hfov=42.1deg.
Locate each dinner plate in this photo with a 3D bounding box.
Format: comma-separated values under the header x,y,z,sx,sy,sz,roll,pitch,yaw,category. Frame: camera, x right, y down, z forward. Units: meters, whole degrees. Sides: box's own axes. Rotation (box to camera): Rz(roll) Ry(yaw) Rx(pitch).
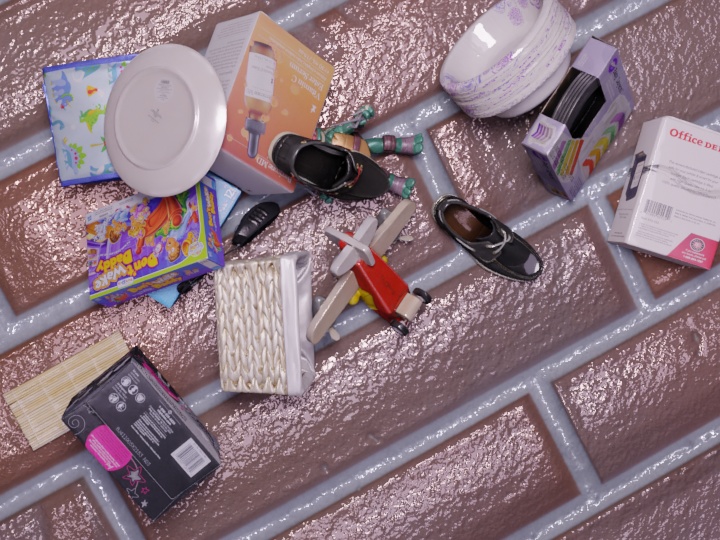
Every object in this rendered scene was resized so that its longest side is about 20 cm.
x,y,z,sx,sy,sz,roll,pitch,yaw,category
-0.262,-0.197,1.218,0.199,0.024,0.202,-1,87,25,dinner plate

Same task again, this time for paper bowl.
x,y,z,sx,sy,sz,roll,pitch,yaw,category
0.220,-0.302,1.344,0.104,0.201,0.201,40,88,-26,paper bowl

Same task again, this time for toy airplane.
x,y,z,sx,sy,sz,roll,pitch,yaw,category
0.000,0.000,1.365,0.199,0.141,0.201,-10,109,-38,toy airplane

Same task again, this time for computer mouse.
x,y,z,sx,sy,sz,roll,pitch,yaw,category
-0.195,-0.038,1.361,0.034,0.059,0.200,47,65,0,computer mouse

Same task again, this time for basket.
x,y,z,sx,sy,sz,roll,pitch,yaw,category
-0.137,0.074,1.354,0.122,0.136,0.202,-1,94,6,basket

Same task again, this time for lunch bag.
x,y,z,sx,sy,sz,roll,pitch,yaw,category
-0.337,-0.213,1.324,0.199,0.127,0.171,-10,95,-15,lunch bag

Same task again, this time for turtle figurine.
x,y,z,sx,sy,sz,roll,pitch,yaw,category
-0.011,-0.175,1.375,0.199,0.101,0.151,11,111,-23,turtle figurine

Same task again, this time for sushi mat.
x,y,z,sx,sy,sz,roll,pitch,yaw,category
-0.424,0.179,1.393,0.199,0.012,0.096,-29,97,-4,sushi mat

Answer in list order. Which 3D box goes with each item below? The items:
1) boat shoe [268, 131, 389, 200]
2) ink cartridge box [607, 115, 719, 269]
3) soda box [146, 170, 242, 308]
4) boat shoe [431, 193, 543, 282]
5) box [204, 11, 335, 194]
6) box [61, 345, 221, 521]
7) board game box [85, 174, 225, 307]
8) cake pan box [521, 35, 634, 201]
x,y,z,sx,sy,sz,roll,pitch,yaw,category
-0.032,-0.134,1.286,0.201,0.063,0.074,16,101,-41,boat shoe
0.487,-0.119,1.439,0.144,0.084,0.201,16,92,-7,ink cartridge box
-0.253,-0.048,1.373,0.068,0.064,0.201,32,89,-6,soda box
0.196,-0.045,1.422,0.199,0.068,0.072,35,87,-8,boat shoe
-0.147,-0.227,1.301,0.152,0.106,0.201,29,72,-40,box
-0.311,0.231,1.351,0.132,0.115,0.200,-39,103,-4,box
-0.291,-0.043,1.313,0.199,0.045,0.135,-19,67,20,board game box
0.321,-0.217,1.367,0.052,0.200,0.185,31,86,28,cake pan box
